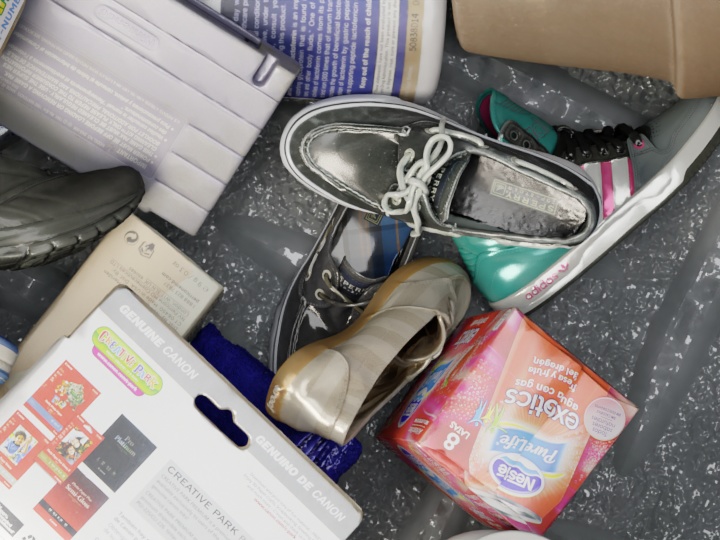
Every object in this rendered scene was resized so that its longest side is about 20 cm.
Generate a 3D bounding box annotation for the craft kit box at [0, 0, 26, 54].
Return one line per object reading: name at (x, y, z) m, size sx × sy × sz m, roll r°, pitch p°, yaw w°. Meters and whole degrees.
craft kit box at (-0.274, -0.159, 1.421) m, size 0.199 × 0.049 × 0.198 m, roll 13°, pitch 71°, yaw 37°

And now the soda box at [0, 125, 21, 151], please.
soda box at (-0.251, -0.176, 1.547) m, size 0.068 × 0.063 × 0.201 m, roll -32°, pitch 90°, yaw -4°

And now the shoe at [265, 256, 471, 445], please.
shoe at (0.018, 0.051, 1.508) m, size 0.053 × 0.200 × 0.070 m, roll 25°, pitch 124°, yaw 23°

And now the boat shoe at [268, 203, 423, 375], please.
boat shoe at (0.000, 0.000, 1.556) m, size 0.070 × 0.066 × 0.201 m, roll 28°, pitch 85°, yaw -2°

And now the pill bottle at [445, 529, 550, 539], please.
pill bottle at (0.064, 0.206, 1.411) m, size 0.109 × 0.200 × 0.110 m, roll 3°, pitch 74°, yaw -10°

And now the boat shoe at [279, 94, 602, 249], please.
boat shoe at (0.045, -0.053, 1.490) m, size 0.198 × 0.068 × 0.074 m, roll 20°, pitch 101°, yaw 4°

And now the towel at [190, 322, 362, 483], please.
towel at (-0.108, 0.142, 1.517) m, size 0.147 × 0.050 × 0.200 m, roll 34°, pitch 83°, yaw 32°

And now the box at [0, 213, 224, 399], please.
box at (-0.174, 0.067, 1.526) m, size 0.078 × 0.095 × 0.200 m, roll 38°, pitch 83°, yaw -2°

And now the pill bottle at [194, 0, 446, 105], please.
pill bottle at (-0.051, -0.163, 1.537) m, size 0.198 × 0.116 × 0.117 m, roll 2°, pitch 87°, yaw -5°

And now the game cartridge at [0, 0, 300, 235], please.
game cartridge at (-0.151, -0.121, 1.481) m, size 0.199 × 0.038 × 0.130 m, roll 32°, pitch 117°, yaw -8°

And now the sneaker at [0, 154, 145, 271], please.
sneaker at (-0.216, -0.039, 1.432) m, size 0.199 × 0.076 × 0.091 m, roll -16°, pitch 87°, yaw -30°

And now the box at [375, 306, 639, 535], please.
box at (0.082, 0.091, 1.491) m, size 0.095 × 0.200 × 0.100 m, roll 38°, pitch 84°, yaw -3°

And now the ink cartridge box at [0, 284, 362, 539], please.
ink cartridge box at (-0.123, 0.137, 1.431) m, size 0.200 × 0.084 × 0.176 m, roll 44°, pitch 86°, yaw 3°

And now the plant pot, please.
plant pot at (0.140, -0.199, 1.523) m, size 0.173 × 0.200 × 0.202 m, roll -5°, pitch 87°, yaw 5°

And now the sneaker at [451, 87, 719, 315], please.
sneaker at (0.128, -0.076, 1.567) m, size 0.200 × 0.084 × 0.121 m, roll -41°, pitch 100°, yaw -5°

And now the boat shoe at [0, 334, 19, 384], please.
boat shoe at (-0.259, 0.063, 1.463) m, size 0.072 × 0.200 × 0.073 m, roll 31°, pitch 78°, yaw -14°
